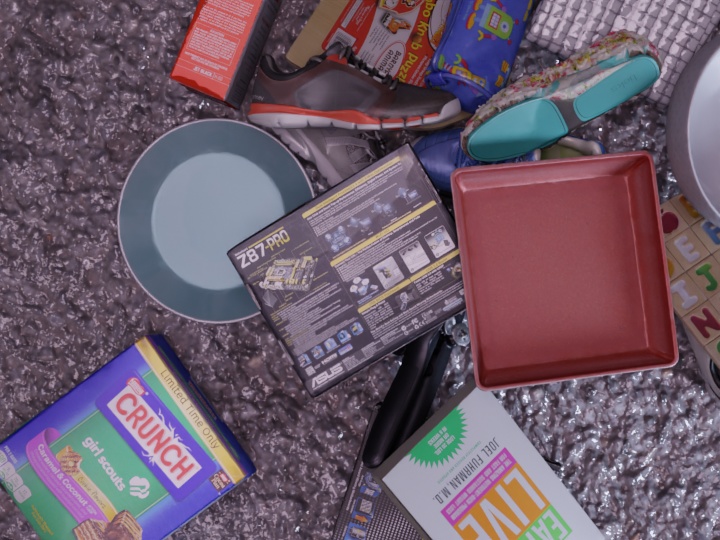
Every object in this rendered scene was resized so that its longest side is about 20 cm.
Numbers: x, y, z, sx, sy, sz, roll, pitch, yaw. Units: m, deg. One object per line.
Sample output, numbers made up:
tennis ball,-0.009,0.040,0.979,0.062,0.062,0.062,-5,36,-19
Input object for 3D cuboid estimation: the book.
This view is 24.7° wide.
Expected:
book,0.121,0.219,1.534,0.134,0.048,0.200,-42,103,-13

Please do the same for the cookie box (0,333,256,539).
cookie box,-0.231,0.187,1.600,0.200,0.075,0.172,-37,88,3

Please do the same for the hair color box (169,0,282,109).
hair color box,-0.112,-0.261,1.573,0.061,0.102,0.201,22,91,3

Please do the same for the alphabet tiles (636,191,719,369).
alphabet tiles,0.361,0.003,1.546,0.166,0.006,0.200,-31,74,-19

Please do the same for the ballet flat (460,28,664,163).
ballet flat,0.180,-0.160,1.504,0.199,0.064,0.076,-23,130,5

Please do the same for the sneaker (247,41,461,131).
sneaker,-0.006,-0.170,1.517,0.199,0.077,0.082,2,94,5

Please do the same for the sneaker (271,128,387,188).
sneaker,-0.002,-0.111,1.580,0.200,0.075,0.082,43,94,2

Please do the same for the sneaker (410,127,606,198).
sneaker,0.140,-0.109,1.563,0.199,0.077,0.076,0,75,0

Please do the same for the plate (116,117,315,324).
plate,-0.139,-0.049,1.616,0.199,0.026,0.202,0,91,5

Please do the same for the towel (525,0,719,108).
towel,0.263,-0.272,1.557,0.165,0.086,0.201,23,97,-4

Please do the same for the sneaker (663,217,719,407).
sneaker,0.336,0.040,1.560,0.073,0.080,0.201,-26,87,6

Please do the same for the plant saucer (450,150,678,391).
plant saucer,0.181,0.000,1.501,0.199,0.037,0.201,-6,87,-16

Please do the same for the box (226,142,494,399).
box,0.000,0.000,1.526,0.199,0.049,0.162,-31,95,5

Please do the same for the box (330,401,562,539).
box,0.074,0.251,1.595,0.192,0.048,0.201,19,91,5

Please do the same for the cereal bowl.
cereal bowl,0.365,-0.131,1.537,0.199,0.083,0.202,-2,94,-21

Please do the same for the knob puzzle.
knob puzzle,0.055,-0.220,1.592,0.218,0.030,0.221,1,81,-9

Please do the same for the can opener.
can opener,0.051,0.106,1.567,0.078,0.063,0.201,-3,61,43

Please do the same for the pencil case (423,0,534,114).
pencil case,0.120,-0.250,1.550,0.087,0.078,0.201,24,77,-26
